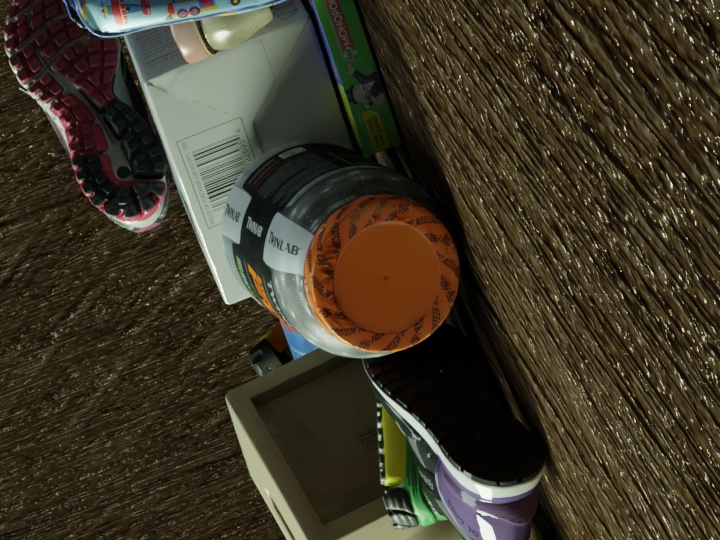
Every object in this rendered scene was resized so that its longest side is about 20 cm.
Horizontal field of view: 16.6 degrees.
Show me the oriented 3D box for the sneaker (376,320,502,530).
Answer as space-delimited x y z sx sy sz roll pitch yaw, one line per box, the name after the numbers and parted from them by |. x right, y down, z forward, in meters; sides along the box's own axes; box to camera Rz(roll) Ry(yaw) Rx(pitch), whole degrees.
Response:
0.053 0.081 1.680 0.078 0.085 0.200 78 -173 -61 | sneaker

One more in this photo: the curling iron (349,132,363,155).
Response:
-0.024 -0.128 1.960 0.050 0.026 0.200 -9 109 49 | curling iron

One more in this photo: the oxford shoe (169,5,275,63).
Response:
-0.075 -0.203 1.628 0.200 0.074 0.071 -84 -24 -52 | oxford shoe

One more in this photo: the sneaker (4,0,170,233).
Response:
-0.194 -0.117 1.751 0.075 0.081 0.200 79 170 -76 | sneaker

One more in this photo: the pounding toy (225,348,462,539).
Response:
0.018 0.129 1.786 0.200 0.184 0.142 56 167 39 | pounding toy

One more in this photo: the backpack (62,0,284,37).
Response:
-0.119 -0.251 1.517 0.200 0.182 0.135 -110 8 -57 | backpack

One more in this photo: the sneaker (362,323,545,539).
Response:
0.051 0.111 1.581 0.200 0.076 0.088 -122 27 -52 | sneaker

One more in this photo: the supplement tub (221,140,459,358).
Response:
-0.012 -0.013 1.597 0.200 0.122 0.123 -147 36 -72 | supplement tub

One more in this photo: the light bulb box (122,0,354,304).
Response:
-0.088 -0.121 1.762 0.200 0.125 0.198 -117 8 -56 | light bulb box

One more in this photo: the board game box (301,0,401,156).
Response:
-0.027 -0.190 1.689 0.135 0.029 0.200 -117 8 -68 | board game box

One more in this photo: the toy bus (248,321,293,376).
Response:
0.003 0.125 2.316 0.192 0.136 0.200 57 178 -19 | toy bus

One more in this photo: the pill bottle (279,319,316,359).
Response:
0.008 0.087 2.054 0.112 0.112 0.200 -117 7 -62 | pill bottle
